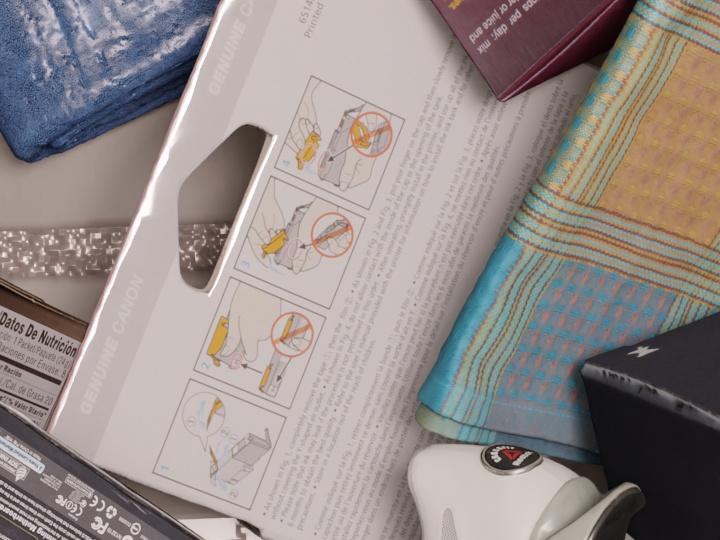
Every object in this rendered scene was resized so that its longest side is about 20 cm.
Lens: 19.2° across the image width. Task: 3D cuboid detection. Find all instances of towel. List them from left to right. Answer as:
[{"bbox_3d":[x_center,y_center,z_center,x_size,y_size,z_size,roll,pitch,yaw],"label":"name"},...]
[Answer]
[{"bbox_3d":[-0.124,-0.147,0.774,0.111,0.049,0.201,-29,89,-7],"label":"towel"},{"bbox_3d":[0.114,-0.018,0.720,0.146,0.022,0.201,15,111,-41],"label":"towel"}]

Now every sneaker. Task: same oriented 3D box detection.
[{"bbox_3d":[0.034,0.149,0.725,0.088,0.074,0.201,19,109,26],"label":"sneaker"}]

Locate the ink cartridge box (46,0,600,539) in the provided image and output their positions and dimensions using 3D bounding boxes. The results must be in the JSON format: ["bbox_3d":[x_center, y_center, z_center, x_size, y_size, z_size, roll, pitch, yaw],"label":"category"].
[{"bbox_3d":[0.000,0.000,0.756,0.175,0.045,0.201,23,85,-17],"label":"ink cartridge box"}]

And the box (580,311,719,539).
[{"bbox_3d":[0.177,0.106,0.711,0.147,0.104,0.201,-20,106,-17],"label":"box"}]

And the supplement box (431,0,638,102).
[{"bbox_3d":[0.047,-0.174,0.736,0.110,0.086,0.200,-27,81,-45],"label":"supplement box"}]

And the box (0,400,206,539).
[{"bbox_3d":[-0.114,0.140,0.682,0.200,0.049,0.162,39,76,-35],"label":"box"}]

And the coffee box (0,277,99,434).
[{"bbox_3d":[-0.186,0.082,0.719,0.080,0.113,0.201,28,84,-44],"label":"coffee box"}]
